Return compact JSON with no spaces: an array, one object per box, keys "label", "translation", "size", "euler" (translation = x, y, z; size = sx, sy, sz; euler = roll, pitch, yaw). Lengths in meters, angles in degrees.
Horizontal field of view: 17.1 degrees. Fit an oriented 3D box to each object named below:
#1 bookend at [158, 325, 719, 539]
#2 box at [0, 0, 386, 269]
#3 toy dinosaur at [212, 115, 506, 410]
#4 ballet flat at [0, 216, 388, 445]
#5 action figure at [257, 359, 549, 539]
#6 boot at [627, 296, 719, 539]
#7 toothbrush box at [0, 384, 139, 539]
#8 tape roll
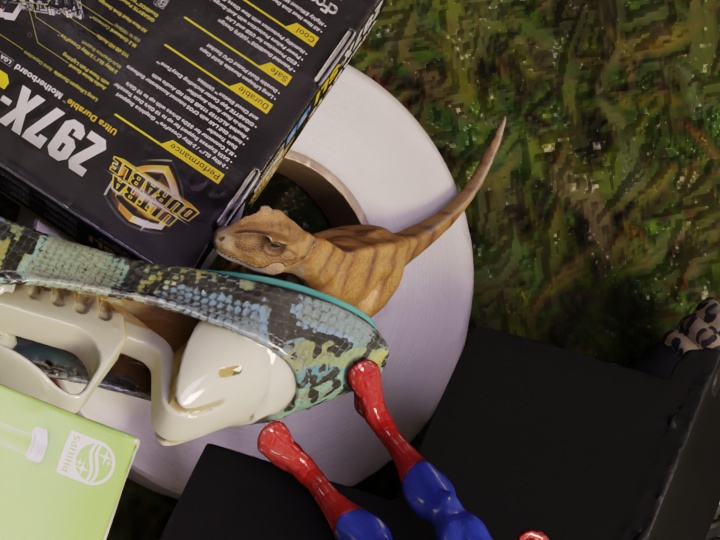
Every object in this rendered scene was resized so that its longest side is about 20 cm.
[{"label":"bookend","translation":[0.020,0.110,0.947],"size":[0.200,0.092,0.199],"euler":[15,64,21]},{"label":"box","translation":[-0.111,-0.105,0.971],"size":[0.200,0.049,0.160],"euler":[33,75,0]},{"label":"toy dinosaur","translation":[0.000,0.000,0.984],"size":[0.060,0.106,0.200],"euler":[52,27,11]},{"label":"ballet flat","translation":[-0.087,0.031,0.893],"size":[0.200,0.074,0.074],"euler":[13,82,-10]},{"label":"action figure","translation":[0.032,0.107,0.836],"size":[0.065,0.099,0.200],"euler":[-35,60,-7]},{"label":"boot","translation":[0.141,0.118,1.007],"size":[0.154,0.074,0.204],"euler":[-36,57,-1]},{"label":"toothbrush box","translation":[-0.194,0.061,0.799],"size":[0.200,0.146,0.086],"euler":[25,76,-18]},{"label":"tape roll","translation":[-0.048,0.001,1.025],"size":[0.202,0.037,0.203],"euler":[1,87,-22]}]
